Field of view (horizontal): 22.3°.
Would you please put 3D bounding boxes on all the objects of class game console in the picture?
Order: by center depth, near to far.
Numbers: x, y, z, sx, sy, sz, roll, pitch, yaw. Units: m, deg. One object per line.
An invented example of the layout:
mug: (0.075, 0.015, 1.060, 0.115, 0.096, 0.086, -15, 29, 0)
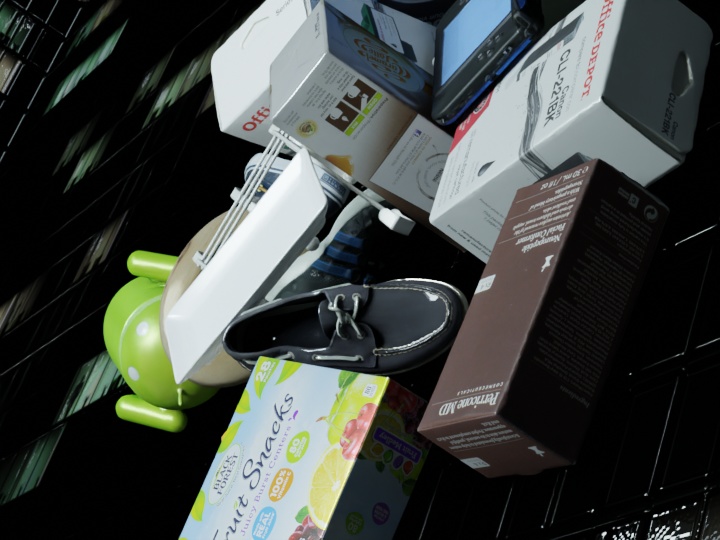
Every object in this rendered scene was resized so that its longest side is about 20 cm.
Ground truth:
game console: (0.081, -0.242, 1.448, 0.171, 0.118, 0.200, -46, 18, 25)

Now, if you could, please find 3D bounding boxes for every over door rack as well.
over door rack: (-0.044, -0.018, 1.543, 0.200, 0.066, 0.148, 39, 102, 44)

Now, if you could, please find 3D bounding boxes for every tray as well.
tray: (-0.091, -0.001, 1.501, 0.200, 0.022, 0.108, -50, 28, 16)

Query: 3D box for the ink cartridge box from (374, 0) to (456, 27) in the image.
ink cartridge box: (0.024, -0.246, 1.677, 0.200, 0.197, 0.044, 104, 146, -53)

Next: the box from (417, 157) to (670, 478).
box: (0.123, 0.033, 1.223, 0.100, 0.075, 0.201, -21, 42, 58)

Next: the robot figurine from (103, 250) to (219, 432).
robot figurine: (-0.192, 0.070, 1.832, 0.200, 0.115, 0.176, -143, 60, -69)

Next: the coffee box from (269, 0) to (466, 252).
coffee box: (0.028, -0.117, 1.482, 0.080, 0.200, 0.115, -49, 21, 22)

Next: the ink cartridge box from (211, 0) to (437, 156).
ink cartridge box: (-0.013, -0.165, 1.629, 0.146, 0.199, 0.085, -41, 46, 38)

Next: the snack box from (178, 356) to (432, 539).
snack box: (-0.047, 0.172, 1.345, 0.168, 0.068, 0.201, 7, 67, 53)

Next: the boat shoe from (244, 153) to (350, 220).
boat shoe: (-0.088, -0.062, 1.855, 0.091, 0.071, 0.200, -56, 21, -11)

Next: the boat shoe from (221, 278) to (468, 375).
boat shoe: (-0.015, 0.047, 1.419, 0.199, 0.063, 0.073, -9, 81, 23)

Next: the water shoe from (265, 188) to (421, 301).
water shoe: (0.000, 0.000, 1.597, 0.200, 0.071, 0.079, -42, 52, 31)

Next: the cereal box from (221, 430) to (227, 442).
cereal box: (-0.053, 0.142, 1.506, 0.144, 0.039, 0.200, -49, 20, 12)

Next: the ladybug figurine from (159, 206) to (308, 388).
ladybug figurine: (-0.111, 0.026, 1.713, 0.200, 0.135, 0.072, -58, -5, -24)

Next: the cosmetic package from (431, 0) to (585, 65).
cosmetic package: (0.153, -0.247, 1.579, 0.201, 0.071, 0.101, -61, 21, -14)

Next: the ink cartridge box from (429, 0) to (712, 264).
ink cartridge box: (0.154, -0.107, 1.345, 0.200, 0.084, 0.145, -35, 28, 45)
